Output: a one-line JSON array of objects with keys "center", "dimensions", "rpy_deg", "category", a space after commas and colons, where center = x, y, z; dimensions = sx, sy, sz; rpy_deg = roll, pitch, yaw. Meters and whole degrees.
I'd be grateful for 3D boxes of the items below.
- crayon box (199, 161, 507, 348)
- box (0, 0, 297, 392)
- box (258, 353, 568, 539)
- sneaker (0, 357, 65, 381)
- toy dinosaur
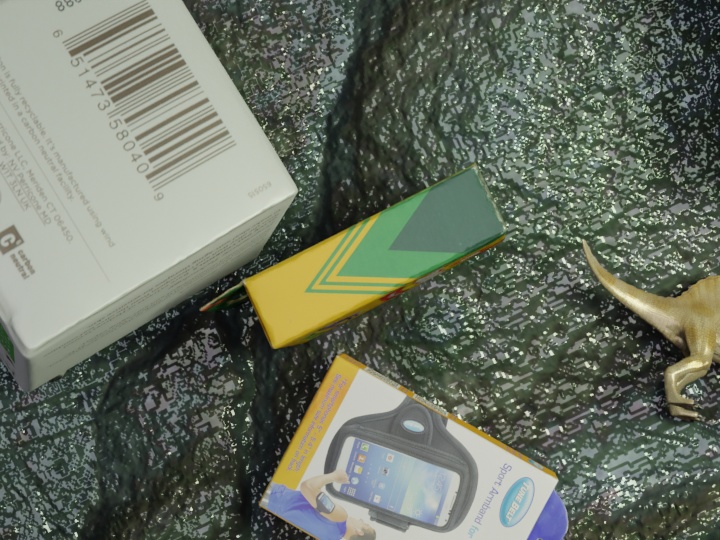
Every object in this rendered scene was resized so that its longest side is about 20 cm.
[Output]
[{"center": [0.000, 0.000, 0.910], "dimensions": [0.199, 0.127, 0.051], "rpy_deg": [-26, 87, 5], "category": "crayon box"}, {"center": [-0.182, -0.063, 0.880], "dimensions": [0.199, 0.171, 0.200], "rpy_deg": [-32, 86, -17], "category": "box"}, {"center": [0.043, 0.158, 0.946], "dimensions": [0.199, 0.041, 0.120], "rpy_deg": [28, 91, 7], "category": "box"}, {"center": [-0.274, -0.003, 0.965], "dimensions": [0.200, 0.075, 0.081], "rpy_deg": [44, 84, 4], "category": "sneaker"}, {"center": [0.232, 0.049, 0.933], "dimensions": [0.198, 0.058, 0.102], "rpy_deg": [15, 75, -3], "category": "toy dinosaur"}]
